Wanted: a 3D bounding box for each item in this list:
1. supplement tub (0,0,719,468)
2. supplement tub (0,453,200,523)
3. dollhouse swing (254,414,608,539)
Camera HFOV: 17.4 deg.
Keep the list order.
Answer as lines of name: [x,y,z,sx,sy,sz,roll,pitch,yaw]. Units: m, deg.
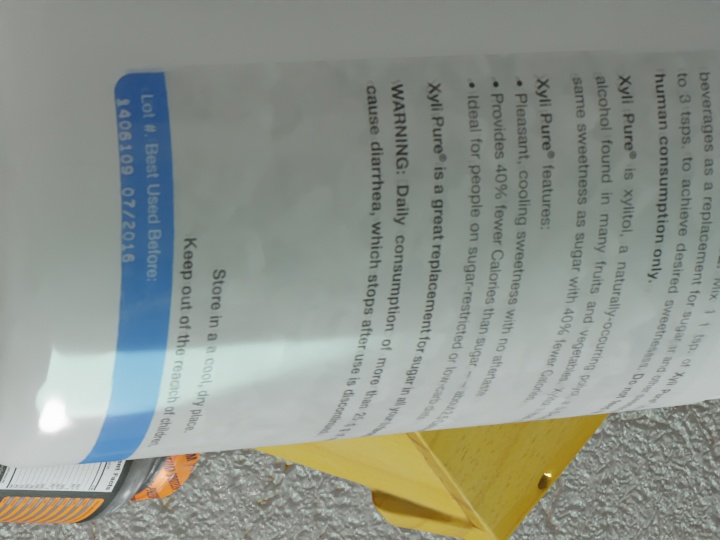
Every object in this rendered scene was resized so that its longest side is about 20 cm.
supplement tub: [0.004,-0.027,0.539,0.200,0.132,0.132,-3,178,-20]
supplement tub: [-0.180,0.060,1.130,0.200,0.123,0.123,6,172,-38]
dollhouse swing: [0.000,0.000,1.023,0.176,0.182,0.200,32,166,37]
